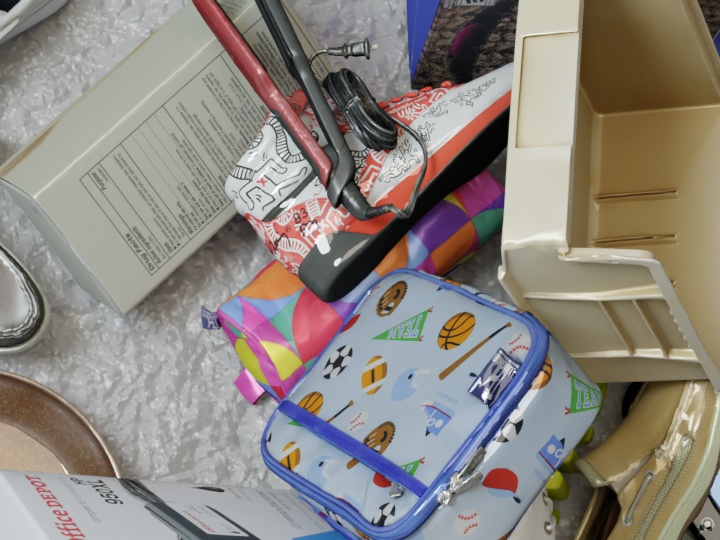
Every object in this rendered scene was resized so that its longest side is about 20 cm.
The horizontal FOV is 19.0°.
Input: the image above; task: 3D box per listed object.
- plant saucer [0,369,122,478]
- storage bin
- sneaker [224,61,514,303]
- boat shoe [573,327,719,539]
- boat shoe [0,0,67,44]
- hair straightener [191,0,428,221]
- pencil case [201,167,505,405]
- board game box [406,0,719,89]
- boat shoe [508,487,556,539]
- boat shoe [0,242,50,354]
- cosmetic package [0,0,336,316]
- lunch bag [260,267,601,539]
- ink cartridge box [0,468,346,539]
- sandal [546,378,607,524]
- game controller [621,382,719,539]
[{"bbox_3d":[-0.237,0.159,1.279,0.199,0.037,0.202,2,77,-7],"label":"plant saucer"},{"bbox_3d":[0.149,-0.058,1.225,0.093,0.199,0.201,-3,64,20],"label":"storage bin"},{"bbox_3d":[0.013,-0.084,1.274,0.201,0.067,0.108,-43,74,-13],"label":"sneaker"},{"bbox_3d":[0.165,0.124,1.288,0.076,0.072,0.201,17,91,-17],"label":"boat shoe"},{"bbox_3d":[-0.248,-0.160,1.309,0.073,0.065,0.200,36,56,6],"label":"boat shoe"},{"bbox_3d":[-0.020,-0.110,1.232,0.077,0.041,0.200,-32,67,-8],"label":"hair straightener"},{"bbox_3d":[0.000,0.000,1.319,0.200,0.088,0.088,-39,84,-13],"label":"pencil case"},{"bbox_3d":[0.136,-0.185,1.335,0.199,0.160,0.097,-1,72,-6],"label":"board game box"},{"bbox_3d":[0.081,0.149,1.228,0.069,0.071,0.201,27,75,8],"label":"boat shoe"},{"bbox_3d":[-0.271,-0.020,1.257,0.201,0.061,0.072,34,76,0],"label":"boat shoe"},{"bbox_3d":[-0.112,-0.080,1.310,0.200,0.071,0.105,-42,121,-14],"label":"cosmetic package"},{"bbox_3d":[0.033,0.087,1.190,0.076,0.200,0.160,44,81,-27],"label":"lunch bag"},{"bbox_3d":[-0.103,0.177,1.196,0.199,0.145,0.085,7,101,-26],"label":"ink cartridge box"},{"bbox_3d":[0.082,0.129,1.309,0.087,0.080,0.201,19,72,15],"label":"sandal"},{"bbox_3d":[0.250,0.135,1.337,0.104,0.042,0.200,-31,82,-12],"label":"game controller"}]
